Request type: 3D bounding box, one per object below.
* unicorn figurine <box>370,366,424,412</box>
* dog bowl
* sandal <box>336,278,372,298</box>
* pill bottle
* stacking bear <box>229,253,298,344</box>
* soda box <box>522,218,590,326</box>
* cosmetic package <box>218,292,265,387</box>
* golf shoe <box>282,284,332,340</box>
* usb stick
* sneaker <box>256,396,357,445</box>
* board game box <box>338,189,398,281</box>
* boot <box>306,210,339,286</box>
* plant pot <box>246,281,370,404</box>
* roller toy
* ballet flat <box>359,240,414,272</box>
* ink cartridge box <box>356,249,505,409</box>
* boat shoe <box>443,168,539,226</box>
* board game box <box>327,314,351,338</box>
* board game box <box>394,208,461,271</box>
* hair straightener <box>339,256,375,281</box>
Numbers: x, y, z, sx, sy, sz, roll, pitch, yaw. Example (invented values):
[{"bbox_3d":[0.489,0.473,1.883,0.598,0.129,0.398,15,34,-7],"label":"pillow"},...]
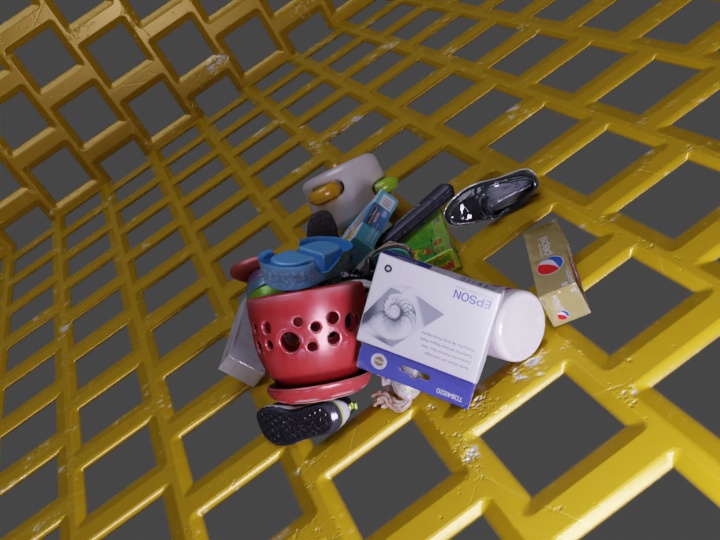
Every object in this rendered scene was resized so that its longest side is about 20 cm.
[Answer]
[{"bbox_3d":[0.084,0.136,1.393,0.137,0.073,0.201,16,99,58],"label":"unicorn figurine"},{"bbox_3d":[-0.098,-0.014,1.569,0.111,0.050,0.200,16,26,38],"label":"dog bowl"},{"bbox_3d":[0.031,0.049,1.513,0.200,0.080,0.058,0,80,35],"label":"sandal"},{"bbox_3d":[0.188,0.074,1.381,0.112,0.113,0.200,-46,32,-23],"label":"pill bottle"},{"bbox_3d":[-0.171,0.078,1.700,0.113,0.121,0.201,-27,59,18],"label":"stacking bear"},{"bbox_3d":[0.319,-0.001,1.409,0.064,0.068,0.200,-25,30,17],"label":"soda box"},{"bbox_3d":[-0.220,0.137,1.725,0.051,0.082,0.200,-52,16,33],"label":"cosmetic package"},{"bbox_3d":[-0.100,0.055,1.616,0.091,0.073,0.201,4,45,-13],"label":"golf shoe"},{"bbox_3d":[0.108,-0.106,1.723,0.200,0.033,0.055,-41,25,-11],"label":"usb stick"},{"bbox_3d":[-0.088,0.251,1.465,0.199,0.072,0.083,-10,8,38],"label":"sneaker"},{"bbox_3d":[-0.013,-0.056,1.762,0.200,0.047,0.151,-46,12,48],"label":"board game box"},{"bbox_3d":[-0.101,-0.020,1.718,0.069,0.201,0.131,-4,5,-31],"label":"boot"},{"bbox_3d":[-0.080,0.119,1.436,0.199,0.184,0.200,-9,2,0],"label":"plant pot"},{"bbox_3d":[-0.032,-0.176,1.908,0.199,0.140,0.182,-27,5,-16],"label":"roller toy"},{"bbox_3d":[0.046,-0.018,1.651,0.200,0.068,0.067,-38,19,50],"label":"ballet flat"},{"bbox_3d":[0.097,0.093,1.296,0.199,0.201,0.041,18,16,17],"label":"ink cartridge box"},{"bbox_3d":[0.257,-0.136,1.677,0.198,0.075,0.066,-20,18,6],"label":"boat shoe"},{"bbox_3d":[0.033,0.085,1.583,0.199,0.057,0.166,-10,36,37],"label":"board game box"},{"bbox_3d":[0.132,-0.052,1.702,0.101,0.048,0.200,-28,29,12],"label":"board game box"},{"bbox_3d":[0.000,0.000,1.558,0.076,0.041,0.200,5,-3,-9],"label":"hair straightener"}]
